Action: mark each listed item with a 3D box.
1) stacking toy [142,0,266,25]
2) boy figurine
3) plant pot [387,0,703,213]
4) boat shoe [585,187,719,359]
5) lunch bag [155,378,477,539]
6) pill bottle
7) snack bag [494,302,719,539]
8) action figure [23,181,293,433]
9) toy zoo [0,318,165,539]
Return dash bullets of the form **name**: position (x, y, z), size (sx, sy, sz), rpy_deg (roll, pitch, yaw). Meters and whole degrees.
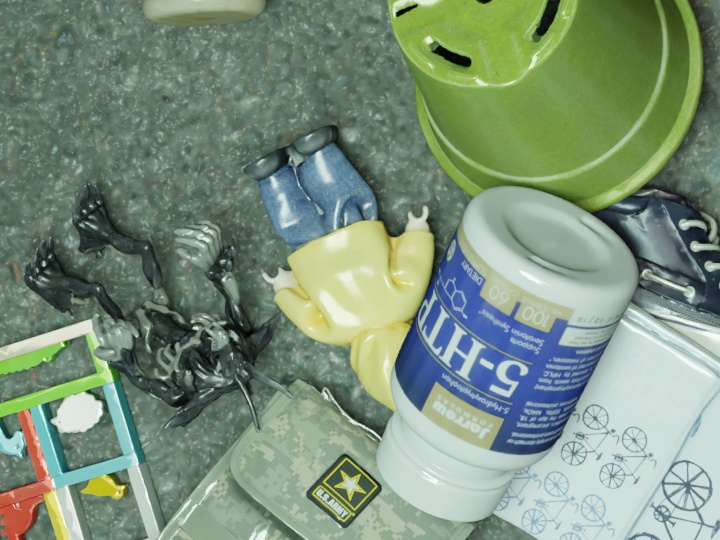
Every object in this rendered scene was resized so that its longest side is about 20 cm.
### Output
- **stacking toy**: position (-0.112, -0.271, 1.622), size (0.085, 0.085, 0.201), rpy_deg (-4, 89, 9)
- **boy figurine**: position (0.000, 0.000, 1.625), size (0.124, 0.064, 0.201), rpy_deg (-28, 89, 11)
- **plant pot**: position (0.101, -0.150, 1.512), size (0.199, 0.190, 0.201), rpy_deg (-4, 77, 19)
- **boat shoe**: position (0.227, 0.002, 1.582), size (0.199, 0.075, 0.093), rpy_deg (14, 103, 9)
- **lunch bag**: position (-0.040, 0.193, 1.617), size (0.164, 0.118, 0.200), rpy_deg (39, 91, 8)
- **pill bottle**: position (0.087, 0.058, 1.537), size (0.119, 0.120, 0.201), rpy_deg (27, 119, 6)
- **snack bag**: position (0.200, 0.136, 1.588), size (0.199, 0.021, 0.189), rpy_deg (31, 119, 8)
- **action figure**: position (-0.135, 0.027, 1.604), size (0.200, 0.102, 0.119), rpy_deg (33, 69, 23)
- **toy zoo**: position (-0.216, 0.147, 1.687), size (0.131, 0.020, 0.201), rpy_deg (-17, 90, 9)
